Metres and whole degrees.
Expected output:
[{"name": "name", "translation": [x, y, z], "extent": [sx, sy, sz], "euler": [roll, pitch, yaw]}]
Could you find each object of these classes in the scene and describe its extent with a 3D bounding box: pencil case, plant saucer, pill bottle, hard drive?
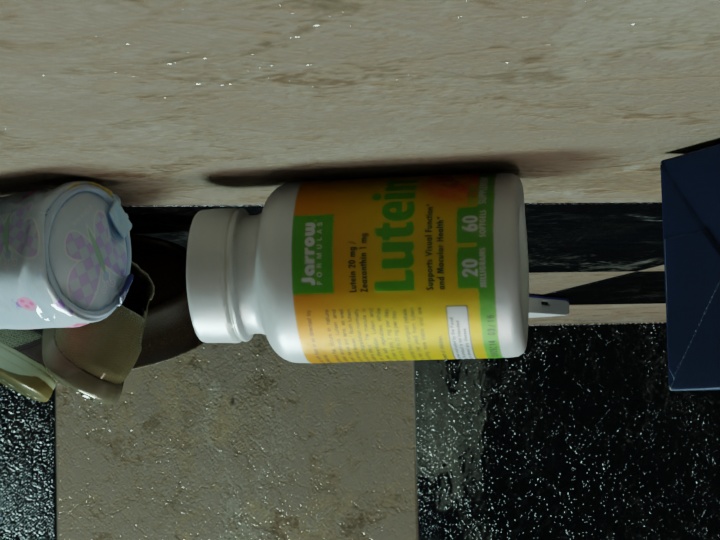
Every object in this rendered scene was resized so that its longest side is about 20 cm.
[{"name": "pencil case", "translation": [-0.237, -0.008, 1.066], "extent": [0.199, 0.091, 0.083], "euler": [-5, 139, 31]}, {"name": "plant saucer", "translation": [-0.194, 0.017, 1.270], "extent": [0.199, 0.032, 0.200], "euler": [0, -156, 0]}, {"name": "pill bottle", "translation": [0.000, 0.000, 1.043], "extent": [0.199, 0.112, 0.111], "euler": [-2, 176, 9]}, {"name": "hard drive", "translation": [0.169, 0.053, 2.371], "extent": [0.199, 0.026, 0.132], "euler": [-5, 174, 36]}]

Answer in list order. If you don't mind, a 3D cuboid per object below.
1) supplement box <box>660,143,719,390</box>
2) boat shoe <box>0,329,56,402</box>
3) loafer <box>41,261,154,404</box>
[{"name": "supplement box", "translation": [0.298, -0.005, 0.919], "extent": [0.199, 0.135, 0.200], "euler": [0, 175, -21]}, {"name": "boat shoe", "translation": [-0.281, 0.016, 1.182], "extent": [0.200, 0.066, 0.072], "euler": [31, 162, 13]}, {"name": "loafer", "translation": [-0.173, 0.014, 1.134], "extent": [0.076, 0.067, 0.200], "euler": [33, -165, -31]}]
